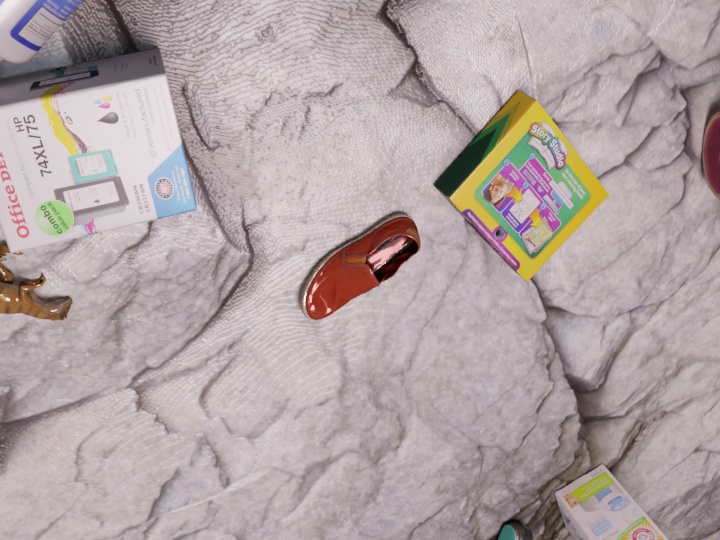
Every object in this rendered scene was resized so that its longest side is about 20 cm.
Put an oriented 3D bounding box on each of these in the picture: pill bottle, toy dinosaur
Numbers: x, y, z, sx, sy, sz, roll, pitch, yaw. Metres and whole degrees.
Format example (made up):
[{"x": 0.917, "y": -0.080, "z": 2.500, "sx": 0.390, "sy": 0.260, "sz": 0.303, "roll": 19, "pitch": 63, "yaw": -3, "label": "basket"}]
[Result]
[{"x": -0.342, "y": -0.281, "z": 0.734, "sx": 0.200, "sy": 0.112, "sz": 0.112, "roll": -44, "pitch": 121, "yaw": 5, "label": "pill bottle"}, {"x": -0.438, "y": 0.022, "z": 0.874, "sx": 0.195, "sy": 0.061, "sz": 0.109, "roll": 12, "pitch": 112, "yaw": -24, "label": "toy dinosaur"}]

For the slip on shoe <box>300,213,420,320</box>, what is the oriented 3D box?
[{"x": 0.000, "y": 0.000, "z": 1.019, "sx": 0.198, "sy": 0.061, "sz": 0.075, "roll": -36, "pitch": 123, "yaw": 2, "label": "slip on shoe"}]

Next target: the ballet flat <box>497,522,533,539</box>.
[{"x": 0.260, "y": 0.555, "z": 1.374, "sx": 0.067, "sy": 0.068, "sz": 0.204, "roll": 16, "pitch": 109, "yaw": -34, "label": "ballet flat"}]

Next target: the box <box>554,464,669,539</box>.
[{"x": 0.448, "y": 0.465, "z": 1.317, "sx": 0.110, "sy": 0.201, "sz": 0.103, "roll": -27, "pitch": 121, "yaw": -4, "label": "box"}]

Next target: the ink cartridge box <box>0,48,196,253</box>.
[{"x": -0.292, "y": -0.134, "z": 0.801, "sx": 0.195, "sy": 0.147, "sz": 0.150, "roll": -15, "pitch": 118, "yaw": -11, "label": "ink cartridge box"}]

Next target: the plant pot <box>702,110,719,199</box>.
[{"x": 0.612, "y": -0.176, "z": 1.088, "sx": 0.173, "sy": 0.201, "sz": 0.205, "roll": -5, "pitch": 118, "yaw": 0, "label": "plant pot"}]

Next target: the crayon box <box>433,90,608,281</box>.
[{"x": 0.228, "y": -0.113, "z": 1.047, "sx": 0.173, "sy": 0.058, "sz": 0.199, "roll": -47, "pitch": 121, "yaw": 5, "label": "crayon box"}]
